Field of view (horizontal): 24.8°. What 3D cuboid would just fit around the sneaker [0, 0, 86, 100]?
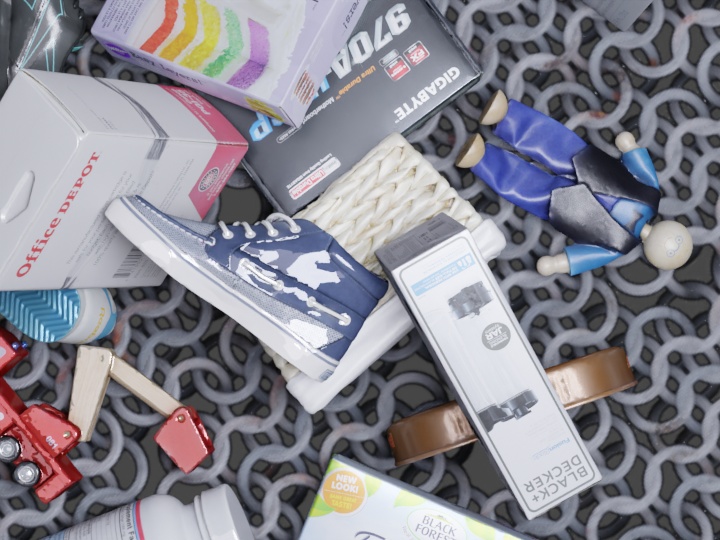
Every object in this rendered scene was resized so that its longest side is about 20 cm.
[{"bbox_3d":[-0.259,-0.218,1.317,0.079,0.075,0.201,7,96,-12],"label":"sneaker"}]

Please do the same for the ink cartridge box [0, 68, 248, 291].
[{"bbox_3d":[-0.198,-0.065,1.218,0.083,0.200,0.147,44,111,22],"label":"ink cartridge box"}]

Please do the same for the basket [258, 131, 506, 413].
[{"bbox_3d":[0.000,0.000,1.268,0.200,0.136,0.123,-41,87,1],"label":"basket"}]

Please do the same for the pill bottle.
[{"bbox_3d":[-0.183,0.241,1.282,0.199,0.109,0.109,-21,89,1],"label":"pill bottle"}]

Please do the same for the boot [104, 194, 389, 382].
[{"bbox_3d":[-0.080,-0.013,1.174,0.200,0.073,0.090,36,91,-6],"label":"boot"}]

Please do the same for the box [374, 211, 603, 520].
[{"bbox_3d":[0.087,0.064,1.147,0.060,0.117,0.200,-30,101,-1],"label":"box"}]

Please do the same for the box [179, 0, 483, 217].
[{"bbox_3d":[-0.027,-0.159,1.313,0.200,0.046,0.159,-36,87,1],"label":"box"}]

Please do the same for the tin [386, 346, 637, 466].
[{"bbox_3d":[0.116,0.104,1.274,0.199,0.112,0.042,-19,89,1],"label":"tin"}]

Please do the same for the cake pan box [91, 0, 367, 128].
[{"bbox_3d":[-0.085,-0.231,1.275,0.184,0.052,0.201,25,80,20],"label":"cake pan box"}]

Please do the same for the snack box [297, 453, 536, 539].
[{"bbox_3d":[0.043,0.250,1.303,0.199,0.053,0.143,22,89,2],"label":"snack box"}]

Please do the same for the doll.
[{"bbox_3d":[0.174,-0.058,1.305,0.200,0.048,0.137,29,82,-5],"label":"doll"}]

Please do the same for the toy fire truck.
[{"bbox_3d":[-0.228,0.109,1.314,0.141,0.049,0.200,-39,88,0],"label":"toy fire truck"}]

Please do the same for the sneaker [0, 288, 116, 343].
[{"bbox_3d":[-0.276,-0.011,1.307,0.077,0.081,0.200,-48,68,9],"label":"sneaker"}]

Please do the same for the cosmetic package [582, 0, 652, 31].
[{"bbox_3d":[0.167,-0.298,1.233,0.200,0.199,0.123,38,90,2],"label":"cosmetic package"}]
